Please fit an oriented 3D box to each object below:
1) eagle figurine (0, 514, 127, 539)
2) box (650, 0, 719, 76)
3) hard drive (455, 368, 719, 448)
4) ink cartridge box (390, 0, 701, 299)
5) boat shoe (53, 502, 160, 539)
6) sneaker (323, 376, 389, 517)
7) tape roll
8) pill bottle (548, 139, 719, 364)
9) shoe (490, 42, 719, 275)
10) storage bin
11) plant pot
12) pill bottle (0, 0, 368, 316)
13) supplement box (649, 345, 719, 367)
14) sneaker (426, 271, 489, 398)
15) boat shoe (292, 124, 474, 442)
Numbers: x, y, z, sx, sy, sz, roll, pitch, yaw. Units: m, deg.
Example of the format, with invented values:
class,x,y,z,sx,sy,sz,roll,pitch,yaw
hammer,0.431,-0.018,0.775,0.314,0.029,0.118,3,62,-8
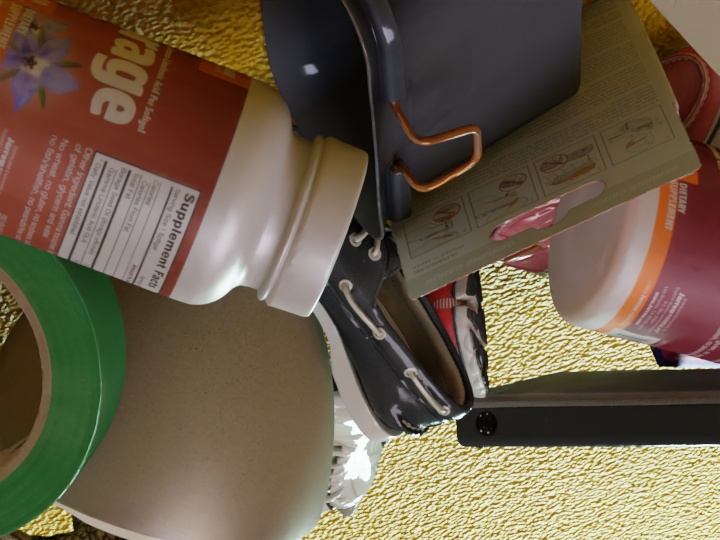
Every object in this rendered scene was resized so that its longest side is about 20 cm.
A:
class,x,y,z,sx,sy,sz,roll,pitch,yaw
eagle figurine,-0.132,0.153,1.676,0.199,0.152,0.152,-17,111,-21
box,0.223,-0.213,1.217,0.200,0.171,0.199,-27,156,-28
hard drive,0.175,0.079,1.600,0.199,0.033,0.139,-2,-177,33
ink cartridge box,0.090,-0.053,1.423,0.162,0.200,0.057,-25,125,7
boat shoe,-0.187,0.098,1.567,0.199,0.072,0.060,18,143,-8
sneaker,-0.015,0.104,1.665,0.075,0.081,0.200,16,170,10
tape roll,-0.219,0.040,1.388,0.200,0.201,0.048,-32,-170,19
pill bottle,0.213,-0.003,1.498,0.199,0.115,0.114,14,139,-17
shoe,0.127,-0.063,1.551,0.091,0.072,0.200,3,146,-41
storage bin,0.039,-0.123,1.343,0.134,0.146,0.200,-27,152,-11
plant pot,-0.097,0.045,1.496,0.200,0.200,0.135,4,112,-37
pill bottle,-0.103,-0.052,1.300,0.199,0.113,0.112,20,140,-6
supplement box,0.248,-0.037,1.641,0.103,0.102,0.200,3,142,-33
sneaker,0.025,0.040,1.599,0.084,0.077,0.200,-4,175,-9
boat shoe,0.000,0.000,1.468,0.060,0.076,0.200,-14,121,26
